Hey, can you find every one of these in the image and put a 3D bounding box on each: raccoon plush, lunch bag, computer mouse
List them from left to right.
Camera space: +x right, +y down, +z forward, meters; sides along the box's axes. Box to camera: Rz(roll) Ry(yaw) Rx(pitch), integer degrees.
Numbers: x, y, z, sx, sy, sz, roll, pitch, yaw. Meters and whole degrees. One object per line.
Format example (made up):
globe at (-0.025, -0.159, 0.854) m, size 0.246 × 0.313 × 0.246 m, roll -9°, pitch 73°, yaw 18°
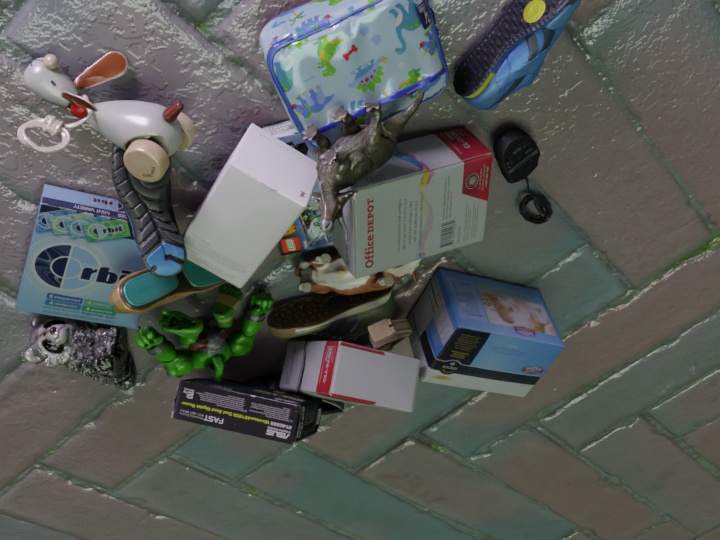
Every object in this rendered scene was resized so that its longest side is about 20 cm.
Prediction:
raccoon plush at (-0.425, 0.142, 1.223) m, size 0.133 × 0.097 × 0.200 m, roll 1°, pitch 134°, yaw -3°
lunch bag at (-0.003, -0.242, 0.942) m, size 0.199 × 0.083 × 0.161 m, roll -24°, pitch 132°, yaw 0°
computer mouse at (0.232, -0.132, 1.152) m, size 0.059 × 0.034 × 0.200 m, roll -36°, pitch 138°, yaw -1°

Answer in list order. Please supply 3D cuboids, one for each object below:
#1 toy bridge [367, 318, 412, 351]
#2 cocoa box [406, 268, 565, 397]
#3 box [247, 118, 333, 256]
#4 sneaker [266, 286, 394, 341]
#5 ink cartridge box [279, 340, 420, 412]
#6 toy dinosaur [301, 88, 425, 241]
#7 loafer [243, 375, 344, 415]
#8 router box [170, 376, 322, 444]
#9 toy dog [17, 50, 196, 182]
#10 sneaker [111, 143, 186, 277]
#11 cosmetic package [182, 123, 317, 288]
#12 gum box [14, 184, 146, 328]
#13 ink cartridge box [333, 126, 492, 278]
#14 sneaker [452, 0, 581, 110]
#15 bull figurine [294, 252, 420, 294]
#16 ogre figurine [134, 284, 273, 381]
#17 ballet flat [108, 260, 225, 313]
toy bridge at (0.047, 0.101, 1.266) m, size 0.067 × 0.027 × 0.200 m, roll -24°, pitch 167°, yaw -3°
cocoa box at (0.195, 0.101, 1.287) m, size 0.199 × 0.134 × 0.131 m, roll 12°, pitch 129°, yaw -22°
box at (-0.064, -0.115, 1.089) m, size 0.136 × 0.040 × 0.200 m, roll -12°, pitch 134°, yaw -3°
sneaker at (-0.039, 0.082, 1.258) m, size 0.200 × 0.067 × 0.090 m, roll -18°, pitch 132°, yaw -5°
ink cartridge box at (-0.021, 0.163, 1.263) m, size 0.144 × 0.084 × 0.200 m, roll 16°, pitch 168°, yaw -26°
toy dinosaur at (-0.004, -0.140, 0.940) m, size 0.200 × 0.077 × 0.102 m, roll -49°, pitch 148°, yaw -8°
loafer at (-0.125, 0.220, 1.373) m, size 0.200 × 0.071 × 0.068 m, roll -2°, pitch 133°, yaw -11°
router box at (-0.173, 0.215, 1.264) m, size 0.199 × 0.062 × 0.150 m, roll 10°, pitch 177°, yaw 10°
toy dog at (-0.276, -0.187, 0.913) m, size 0.199 × 0.132 × 0.096 m, roll 15°, pitch 138°, yaw -25°
sneaker at (-0.273, -0.091, 1.018) m, size 0.073 × 0.082 × 0.201 m, roll -11°, pitch 101°, yaw -22°
cosmetic package at (-0.146, -0.076, 1.030) m, size 0.107 × 0.085 × 0.200 m, roll 31°, pitch 136°, yaw -15°
gum box at (-0.368, -0.013, 1.114) m, size 0.169 × 0.045 × 0.200 m, roll 12°, pitch 130°, yaw -24°
ink cartridge box at (0.065, -0.092, 1.074) m, size 0.199 × 0.083 × 0.146 m, roll -16°, pitch 134°, yaw -18°
sneaker at (0.203, -0.276, 0.985) m, size 0.078 × 0.066 × 0.200 m, roll 17°, pitch 129°, yaw -41°
bull figurine at (0.000, 0.000, 1.171) m, size 0.199 × 0.065 × 0.121 m, roll -9°, pitch 178°, yaw 5°
ogre figurine at (-0.231, 0.101, 1.212) m, size 0.200 × 0.098 × 0.120 m, roll -35°, pitch 148°, yaw -34°
ballet flat at (-0.259, 0.010, 1.118) m, size 0.200 × 0.069 × 0.063 m, roll -20°, pitch 177°, yaw -43°
